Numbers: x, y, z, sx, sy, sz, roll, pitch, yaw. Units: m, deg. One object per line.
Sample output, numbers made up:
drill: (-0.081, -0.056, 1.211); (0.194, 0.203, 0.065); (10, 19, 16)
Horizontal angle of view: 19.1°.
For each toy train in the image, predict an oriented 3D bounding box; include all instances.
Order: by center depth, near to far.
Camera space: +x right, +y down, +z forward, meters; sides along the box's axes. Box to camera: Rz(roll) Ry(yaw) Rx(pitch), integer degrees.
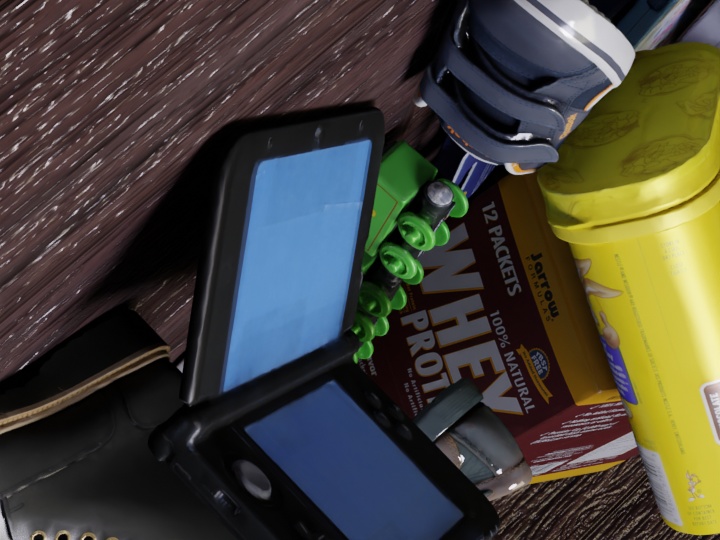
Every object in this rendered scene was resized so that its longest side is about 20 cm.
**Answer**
toy train: (0.000, 0.000, 1.111); (0.042, 0.056, 0.200); (-45, 173, -33)

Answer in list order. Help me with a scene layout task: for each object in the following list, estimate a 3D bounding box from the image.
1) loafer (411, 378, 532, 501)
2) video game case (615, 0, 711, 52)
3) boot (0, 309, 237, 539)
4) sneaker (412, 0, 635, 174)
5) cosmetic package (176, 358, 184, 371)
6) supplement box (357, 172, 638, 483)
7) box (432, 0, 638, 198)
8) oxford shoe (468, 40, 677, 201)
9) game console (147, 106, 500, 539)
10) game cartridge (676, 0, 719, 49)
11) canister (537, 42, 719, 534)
loafer: (0.016, 0.134, 1.088); (0.072, 0.063, 0.200); (-37, 169, -46)
video game case: (0.189, -0.166, 1.138); (0.200, 0.018, 0.143); (-48, 173, 6)
boot: (-0.112, 0.114, 0.840); (0.200, 0.138, 0.077); (-38, 170, -36)
sneaker: (0.070, -0.086, 0.944); (0.079, 0.078, 0.200); (-50, 173, 2)
cosmetic package: (-0.093, 0.127, 1.115); (0.200, 0.108, 0.085); (-43, 172, 2)
supplement box: (0.122, 0.035, 1.253); (0.197, 0.133, 0.200); (-5, 160, -40)
box: (0.102, -0.111, 1.139); (0.200, 0.032, 0.121); (-44, 172, -20)
oxford shoe: (0.114, -0.071, 1.268); (0.200, 0.073, 0.084); (-49, 169, 29)
game console: (0.004, 0.037, 0.885); (0.116, 0.176, 0.200); (-47, 172, 18)
game cartridge: (0.231, -0.166, 1.143); (0.133, 0.040, 0.200); (-44, 177, -16)
canister: (0.161, 0.010, 1.048); (0.086, 0.200, 0.149); (-12, -153, 20)
